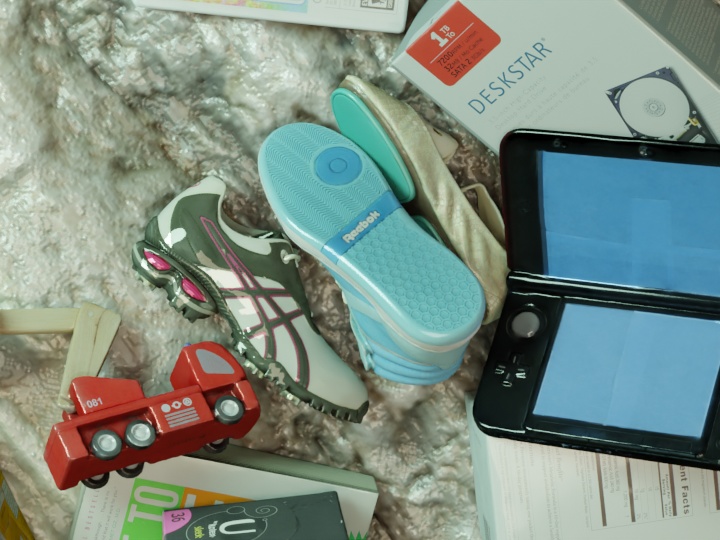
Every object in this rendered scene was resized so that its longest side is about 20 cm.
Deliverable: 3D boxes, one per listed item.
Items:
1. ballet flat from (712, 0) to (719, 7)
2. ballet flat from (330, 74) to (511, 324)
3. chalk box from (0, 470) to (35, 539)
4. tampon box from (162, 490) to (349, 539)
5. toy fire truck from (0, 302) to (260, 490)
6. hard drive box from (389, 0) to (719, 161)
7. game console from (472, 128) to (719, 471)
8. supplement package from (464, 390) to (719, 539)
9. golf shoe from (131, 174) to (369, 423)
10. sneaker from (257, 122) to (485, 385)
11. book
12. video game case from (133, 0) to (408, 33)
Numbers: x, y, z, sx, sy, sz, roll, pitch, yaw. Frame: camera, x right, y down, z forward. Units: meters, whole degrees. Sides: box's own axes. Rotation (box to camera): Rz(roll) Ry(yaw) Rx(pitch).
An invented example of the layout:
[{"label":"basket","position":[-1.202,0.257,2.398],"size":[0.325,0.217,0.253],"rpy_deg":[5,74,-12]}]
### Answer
[{"label":"ballet flat","position":[0.220,-0.153,1.352],"size":[0.200,0.074,0.074],"rpy_deg":[32,98,-12]},{"label":"ballet flat","position":[0.049,-0.056,1.372],"size":[0.062,0.067,0.200],"rpy_deg":[-38,109,-24]},{"label":"chalk box","position":[-0.328,0.207,1.360],"size":[0.200,0.124,0.124],"rpy_deg":[-23,104,-1]},{"label":"tampon box","position":[-0.061,0.272,1.349],"size":[0.126,0.150,0.200],"rpy_deg":[-6,108,-5]},{"label":"toy fire truck","position":[-0.181,0.071,1.359],"size":[0.200,0.049,0.141],"rpy_deg":[-15,64,-28]},{"label":"hard drive box","position":[0.147,-0.131,1.309],"size":[0.200,0.077,0.156],"rpy_deg":[38,133,-11]},{"label":"game console","position":[0.171,0.019,1.280],"size":[0.200,0.119,0.172],"rpy_deg":[7,61,25]},{"label":"supplement package","position":[0.182,0.135,1.392],"size":[0.200,0.114,0.110],"rpy_deg":[-7,102,-3]},{"label":"golf shoe","position":[-0.059,0.024,1.367],"size":[0.200,0.077,0.088],"rpy_deg":[41,89,-13]},{"label":"sneaker","position":[0.000,0.000,1.368],"size":[0.080,0.131,0.200],"rpy_deg":[-33,68,-18]},{"label":"book","position":[-0.101,0.190,1.420],"size":[0.200,0.048,0.134],"rpy_deg":[12,104,-11]},{"label":"video game case","position":[-0.050,-0.264,1.326],"size":[0.182,0.024,0.200],"rpy_deg":[5,103,-6]}]
